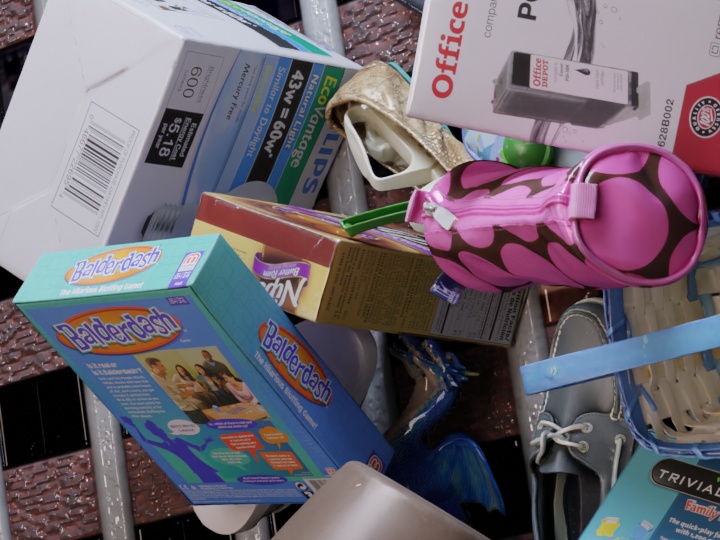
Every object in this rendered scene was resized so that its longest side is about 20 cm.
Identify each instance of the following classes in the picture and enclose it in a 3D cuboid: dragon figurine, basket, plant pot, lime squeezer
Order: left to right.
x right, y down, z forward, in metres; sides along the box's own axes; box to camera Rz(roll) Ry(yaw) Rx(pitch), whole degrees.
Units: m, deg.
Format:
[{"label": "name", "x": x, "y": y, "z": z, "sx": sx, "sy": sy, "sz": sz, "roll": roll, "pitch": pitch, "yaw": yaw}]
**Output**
[{"label": "plant pot", "x": -0.001, "y": 0.213, "z": 1.561, "sx": 0.200, "sy": 0.200, "sz": 0.175, "roll": 27, "pitch": 83, "yaw": 36}, {"label": "dragon figurine", "x": 0.057, "y": 0.137, "z": 1.687, "sx": 0.099, "sy": 0.059, "sz": 0.200, "roll": -30, "pitch": 93, "yaw": -3}, {"label": "lime squeezer", "x": 0.079, "y": -0.072, "z": 1.596, "sx": 0.200, "sy": 0.071, "sz": 0.038, "roll": -38, "pitch": 34, "yaw": 0}, {"label": "basket", "x": 0.209, "y": 0.034, "z": 1.495, "sx": 0.176, "sy": 0.200, "sz": 0.139, "roll": -14, "pitch": 82, "yaw": 39}]

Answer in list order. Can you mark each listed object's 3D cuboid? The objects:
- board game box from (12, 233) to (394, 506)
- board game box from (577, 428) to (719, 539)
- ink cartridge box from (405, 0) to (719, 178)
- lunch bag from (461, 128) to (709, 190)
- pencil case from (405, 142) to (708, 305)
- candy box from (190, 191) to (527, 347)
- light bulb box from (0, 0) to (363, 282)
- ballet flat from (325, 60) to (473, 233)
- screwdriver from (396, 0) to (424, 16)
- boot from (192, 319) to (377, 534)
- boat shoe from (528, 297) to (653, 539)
[{"label": "board game box", "x": -0.094, "y": 0.064, "z": 1.623, "sx": 0.152, "sy": 0.200, "sz": 0.045, "roll": -5, "pitch": 46, "yaw": 40}, {"label": "board game box", "x": 0.184, "y": 0.197, "z": 1.535, "sx": 0.151, "sy": 0.047, "sz": 0.200, "roll": 16, "pitch": 58, "yaw": 38}, {"label": "ink cartridge box", "x": 0.134, "y": -0.140, "z": 1.511, "sx": 0.200, "sy": 0.083, "sz": 0.147, "roll": 10, "pitch": 99, "yaw": 3}, {"label": "lunch bag", "x": 0.160, "y": -0.126, "z": 1.623, "sx": 0.161, "sy": 0.082, "sz": 0.200, "roll": 30, "pitch": 105, "yaw": 37}, {"label": "pencil case", "x": 0.106, "y": -0.027, "z": 1.485, "sx": 0.200, "sy": 0.094, "sz": 0.091, "roll": -7, "pitch": 61, "yaw": 65}, {"label": "candy box", "x": 0.000, "y": 0.000, "z": 1.666, "sx": 0.117, "sy": 0.200, "sz": 0.057, "roll": 20, "pitch": 96, "yaw": 38}, {"label": "light bulb box", "x": -0.127, "y": -0.078, "z": 1.774, "sx": 0.125, "sy": 0.200, "sz": 0.199, "roll": 32, "pitch": 107, "yaw": 34}, {"label": "ballet flat", "x": 0.045, "y": -0.058, "z": 1.715, "sx": 0.200, "sy": 0.065, "sz": 0.071, "roll": 45, "pitch": 155, "yaw": 37}, {"label": "screwdriver", "x": -0.005, "y": -0.213, "z": 1.790, "sx": 0.200, "sy": 0.029, "sz": 0.028, "roll": 34, "pitch": 108, "yaw": 30}, {"label": "boot", "x": -0.032, "y": 0.090, "z": 1.737, "sx": 0.073, "sy": 0.090, "sz": 0.200, "roll": 52, "pitch": 129, "yaw": 15}, {"label": "boat shoe", "x": 0.137, "y": 0.115, "z": 1.638, "sx": 0.073, "sy": 0.062, "sz": 0.200, "roll": -4, "pitch": 85, "yaw": 38}]
